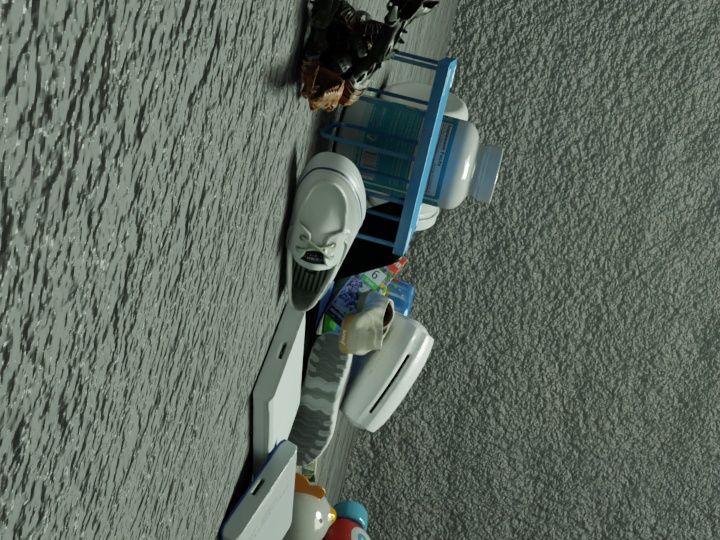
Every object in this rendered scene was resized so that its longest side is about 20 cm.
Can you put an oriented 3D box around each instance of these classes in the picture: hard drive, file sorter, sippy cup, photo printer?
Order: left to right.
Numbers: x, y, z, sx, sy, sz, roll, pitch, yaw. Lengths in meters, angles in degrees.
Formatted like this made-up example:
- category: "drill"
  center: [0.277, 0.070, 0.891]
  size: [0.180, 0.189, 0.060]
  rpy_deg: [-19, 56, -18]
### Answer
- category: "hard drive"
  center: [-0.121, 0.304, 1.078]
  size: [0.132, 0.025, 0.201]
  rpy_deg: [-54, 163, -36]
- category: "hard drive"
  center: [-0.096, 0.149, 1.061]
  size: [0.201, 0.026, 0.133]
  rpy_deg: [97, 9, -51]
- category: "sippy cup"
  center: [0.018, 0.056, 1.483]
  size: [0.178, 0.128, 0.142]
  rpy_deg: [-61, 165, -73]
- category: "photo printer"
  center: [0.025, 0.137, 1.281]
  size: [0.167, 0.069, 0.200]
  rpy_deg: [-56, -169, -3]
- category: "file sorter"
  center: [0.021, -0.141, 0.988]
  size: [0.139, 0.121, 0.203]
  rpy_deg: [-57, 161, -73]

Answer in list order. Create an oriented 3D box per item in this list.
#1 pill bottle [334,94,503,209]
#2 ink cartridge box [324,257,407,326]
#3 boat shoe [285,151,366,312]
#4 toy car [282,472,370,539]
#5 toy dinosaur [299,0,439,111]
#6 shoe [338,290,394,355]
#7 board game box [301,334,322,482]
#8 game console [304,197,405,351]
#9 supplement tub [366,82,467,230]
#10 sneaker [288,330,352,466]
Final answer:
- category: "pill bottle"
  center: [0.072, -0.141, 1.115]
  size: [0.111, 0.197, 0.112]
  rpy_deg: [15, 90, -86]
- category: "ink cartridge box"
  center: [0.024, -0.004, 1.323]
  size: [0.201, 0.050, 0.109]
  rpy_deg: [-51, -176, -2]
- category: "boat shoe"
  center: [-0.038, -0.029, 0.913]
  size: [0.201, 0.072, 0.067]
  rpy_deg: [99, 6, -53]
- category: "toy car"
  center: [-0.069, 0.370, 1.299]
  size: [0.185, 0.174, 0.202]
  rpy_deg: [-86, 174, -56]
- category: "toy dinosaur"
  center: [-0.008, -0.184, 0.762]
  size: [0.137, 0.101, 0.201]
  rpy_deg: [-59, -153, 33]
- category: "shoe"
  center: [0.018, 0.071, 1.173]
  size: [0.200, 0.053, 0.071]
  rpy_deg: [-41, 133, -75]
- category: "board game box"
  center: [-0.068, 0.206, 1.343]
  size: [0.105, 0.023, 0.203]
  rpy_deg: [88, 6, -71]
- category: "game console"
  center: [0.000, 0.000, 1.195]
  size: [0.201, 0.115, 0.178]
  rpy_deg: [-66, 169, -60]
- category: "supplement tub"
  center: [0.083, -0.181, 1.443]
  size: [0.145, 0.143, 0.202]
  rpy_deg: [-67, 170, -60]
- category: "sneaker"
  center: [-0.049, 0.172, 1.218]
  size: [0.202, 0.074, 0.082]
  rpy_deg: [-66, 168, 15]
